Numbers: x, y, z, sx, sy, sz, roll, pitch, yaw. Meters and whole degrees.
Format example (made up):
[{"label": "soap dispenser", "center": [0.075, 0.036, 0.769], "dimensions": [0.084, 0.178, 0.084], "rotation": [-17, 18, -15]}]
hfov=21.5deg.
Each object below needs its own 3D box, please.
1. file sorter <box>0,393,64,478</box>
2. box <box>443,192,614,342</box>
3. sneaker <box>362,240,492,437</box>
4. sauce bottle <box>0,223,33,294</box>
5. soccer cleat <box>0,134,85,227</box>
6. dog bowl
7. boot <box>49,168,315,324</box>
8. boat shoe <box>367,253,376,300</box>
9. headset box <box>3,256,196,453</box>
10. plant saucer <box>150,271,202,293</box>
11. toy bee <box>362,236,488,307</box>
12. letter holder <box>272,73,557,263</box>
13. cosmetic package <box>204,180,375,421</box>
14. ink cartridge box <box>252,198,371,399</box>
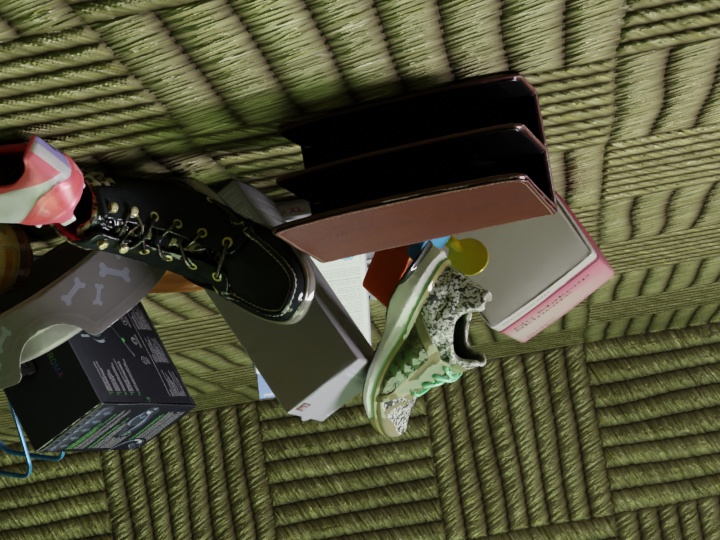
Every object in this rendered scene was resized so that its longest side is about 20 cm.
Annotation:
[{"label": "file sorter", "center": [-0.338, 0.129, 2.067], "dimensions": [0.138, 0.124, 0.199], "rotation": [0, -160, 45]}, {"label": "box", "center": [0.166, -0.012, 1.893], "dimensions": [0.128, 0.109, 0.200], "rotation": [-37, 167, 8]}, {"label": "sneaker", "center": [0.061, 0.076, 1.623], "dimensions": [0.088, 0.201, 0.077], "rotation": [27, -140, 16]}, {"label": "sauce bottle", "center": [-0.372, -0.009, 1.592], "dimensions": [0.199, 0.067, 0.066], "rotation": [-4, 170, -43]}, {"label": "soccer cleat", "center": [-0.297, -0.059, 1.403], "dimensions": [0.198, 0.067, 0.077], "rotation": [-7, 142, 24]}, {"label": "dog bowl", "center": [-0.270, 0.026, 1.685], "dimensions": [0.199, 0.059, 0.200], "rotation": [-31, -167, 8]}, {"label": "boot", "center": [-0.146, -0.020, 1.496], "dimensions": [0.153, 0.074, 0.203], "rotation": [6, -157, -47]}, {"label": "boat shoe", "center": [0.000, 0.000, 1.930], "dimensions": [0.198, 0.067, 0.074], "rotation": [-21, 173, -1]}, {"label": "headset box", "center": [-0.281, 0.085, 1.887], "dimensions": [0.092, 0.175, 0.200], "rotation": [-36, 164, 17]}, {"label": "plant saucer", "center": [-0.156, -0.010, 1.922], "dimensions": [0.198, 0.038, 0.200], "rotation": [-10, 171, -2]}, {"label": "toy bee", "center": [0.069, -0.054, 1.653], "dimensions": [0.108, 0.131, 0.200], "rotation": [-33, 174, -34]}, {"label": "letter holder", "center": [0.035, -0.083, 1.446], "dimensions": [0.198, 0.102, 0.142], "rotation": [-12, 169, 15]}, {"label": "cosmetic package", "center": [-0.072, 0.029, 1.668], "dimensions": [0.090, 0.200, 0.107], "rotation": [-40, 166, 7]}, {"label": "ink cartridge box", "center": [-0.052, 0.026, 1.814], "dimensions": [0.118, 0.202, 0.042], "rotation": [-8, -151, -7]}]
